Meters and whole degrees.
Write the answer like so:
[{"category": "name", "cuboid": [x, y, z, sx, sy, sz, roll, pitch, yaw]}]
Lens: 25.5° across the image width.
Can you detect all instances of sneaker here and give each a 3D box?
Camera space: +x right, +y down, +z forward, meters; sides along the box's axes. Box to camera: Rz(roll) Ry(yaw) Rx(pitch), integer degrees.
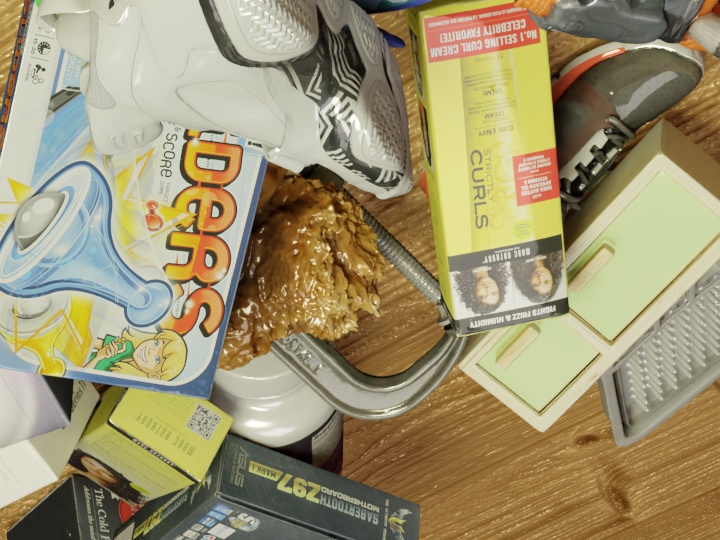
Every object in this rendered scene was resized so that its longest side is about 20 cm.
[{"category": "sneaker", "cuboid": [0.134, -0.070, 1.003, 0.199, 0.082, 0.077, -31, 143, 22]}, {"category": "sneaker", "cuboid": [-0.055, -0.086, 0.721, 0.114, 0.076, 0.200, -14, 150, 20]}]

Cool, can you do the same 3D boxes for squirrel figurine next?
[{"category": "squirrel figurine", "cuboid": [-0.070, -0.044, 0.914, 0.186, 0.142, 0.200, -41, 117, 4]}]

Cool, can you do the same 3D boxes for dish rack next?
[{"category": "dish rack", "cuboid": [0.236, 0.036, 1.175, 0.171, 0.044, 0.200, -38, 149, -8]}]

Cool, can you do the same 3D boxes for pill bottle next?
[{"category": "pill bottle", "cuboid": [-0.067, 0.094, 1.133, 0.111, 0.112, 0.201, -10, 145, -7]}]

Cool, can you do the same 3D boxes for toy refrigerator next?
[{"category": "toy refrigerator", "cuboid": [0.155, 0.007, 1.027, 0.076, 0.070, 0.200, 38, 117, -7]}]

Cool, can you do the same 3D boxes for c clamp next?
[{"category": "c clamp", "cuboid": [0.000, 0.000, 0.996, 0.170, 0.027, 0.200, -36, 111, 14]}]

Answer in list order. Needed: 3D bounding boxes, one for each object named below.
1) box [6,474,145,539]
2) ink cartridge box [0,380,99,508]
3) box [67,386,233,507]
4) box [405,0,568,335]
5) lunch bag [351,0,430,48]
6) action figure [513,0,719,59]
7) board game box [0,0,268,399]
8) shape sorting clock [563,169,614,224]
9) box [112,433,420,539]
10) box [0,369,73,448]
[{"category": "box", "cuboid": [-0.175, 0.288, 1.290, 0.181, 0.201, 0.104, 19, 133, -41]}, {"category": "ink cartridge box", "cuboid": [-0.252, 0.111, 1.071, 0.199, 0.117, 0.068, -27, 109, 18]}, {"category": "box", "cuboid": [-0.153, 0.117, 1.097, 0.075, 0.050, 0.200, 34, 157, -9]}, {"category": "box", "cuboid": [0.075, -0.066, 0.923, 0.075, 0.050, 0.201, -10, 115, -5]}, {"category": "lunch bag", "cuboid": [-0.039, -0.181, 0.753, 0.169, 0.128, 0.200, 9, 161, -30]}, {"category": "action figure", "cuboid": [0.151, -0.150, 0.758, 0.192, 0.105, 0.200, 10, 160, -5]}, {"category": "board game box", "cuboid": [-0.119, -0.043, 0.806, 0.134, 0.034, 0.201, 10, 101, -22]}, {"category": "shape sorting clock", "cuboid": [0.158, -0.009, 1.138, 0.199, 0.039, 0.201, -21, 148, -14]}, {"category": "box", "cuboid": [-0.073, 0.198, 1.140, 0.157, 0.051, 0.200, 23, 143, -22]}, {"category": "box", "cuboid": [-0.285, 0.011, 0.874, 0.197, 0.124, 0.201, -20, 125, 5]}]
